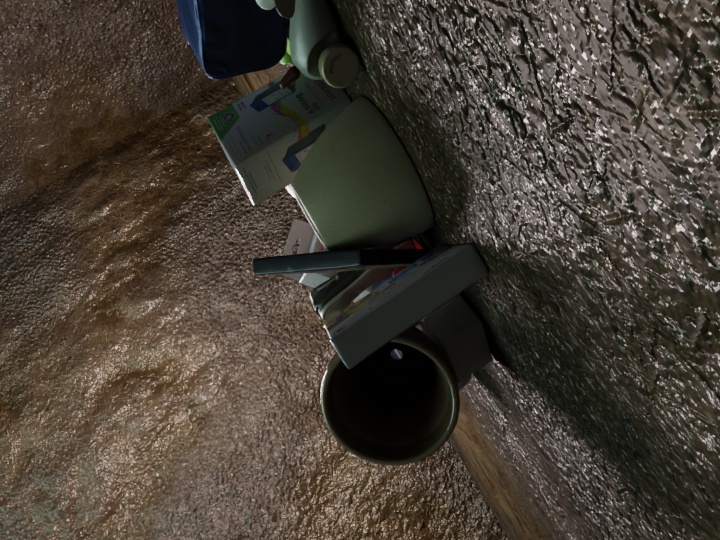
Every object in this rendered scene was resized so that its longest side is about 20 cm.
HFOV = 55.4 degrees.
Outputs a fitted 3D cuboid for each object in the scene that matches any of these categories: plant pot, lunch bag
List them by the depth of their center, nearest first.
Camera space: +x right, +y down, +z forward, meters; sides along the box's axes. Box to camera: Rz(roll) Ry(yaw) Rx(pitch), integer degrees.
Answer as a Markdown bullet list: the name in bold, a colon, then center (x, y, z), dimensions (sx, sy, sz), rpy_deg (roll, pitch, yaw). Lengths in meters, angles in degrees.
- **lunch bag**: center (-0.182, -0.386, 0.933), dimensions (0.133, 0.133, 0.203), rpy_deg (54, 151, 35)
- **plant pot**: center (0.050, 0.157, 1.029), dimensions (0.203, 0.197, 0.175), rpy_deg (60, -164, -11)

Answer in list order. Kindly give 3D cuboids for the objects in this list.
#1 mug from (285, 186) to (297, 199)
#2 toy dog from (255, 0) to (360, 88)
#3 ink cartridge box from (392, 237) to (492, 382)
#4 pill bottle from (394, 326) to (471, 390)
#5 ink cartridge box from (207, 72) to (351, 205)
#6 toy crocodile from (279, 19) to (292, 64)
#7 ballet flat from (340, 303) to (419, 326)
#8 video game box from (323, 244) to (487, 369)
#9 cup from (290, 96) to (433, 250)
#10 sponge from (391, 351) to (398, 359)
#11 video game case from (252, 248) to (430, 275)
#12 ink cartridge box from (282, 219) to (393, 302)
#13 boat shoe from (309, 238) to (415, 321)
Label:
- **mug**: center (-0.078, -0.201, 1.221), dimensions (0.180, 0.132, 0.200), rpy_deg (58, 173, -14)
- **toy dog**: center (-0.082, -0.296, 0.800), dimensions (0.203, 0.095, 0.132), rpy_deg (61, 175, -16)
- **ink cartridge box**: center (0.116, 0.055, 1.050), dimensions (0.201, 0.066, 0.117), rpy_deg (56, 176, 39)
- **pill bottle**: center (0.118, 0.139, 1.298), dimensions (0.203, 0.108, 0.110), rpy_deg (59, 176, -3)
- **ink cartridge box**: center (-0.114, -0.216, 1.047), dimensions (0.146, 0.197, 0.088), rpy_deg (56, 172, 41)
- **toy crocodile**: center (-0.125, -0.377, 1.081), dimensions (0.200, 0.061, 0.068), rpy_deg (46, 167, 54)
- **ballet flat**: center (0.046, 0.077, 1.153), dimensions (0.072, 0.196, 0.074), rpy_deg (172, 90, -68)
- **video game box**: center (0.047, 0.039, 0.861), dimensions (0.047, 0.198, 0.182), rpy_deg (56, 177, -6)
- **cup**: center (-0.012, -0.110, 0.933), dimensions (0.203, 0.141, 0.200), rpy_deg (59, 176, 7)
- **sponge**: center (0.072, 0.132, 1.355), dimensions (0.030, 0.109, 0.205), rpy_deg (-29, 64, 55)
- **video game case**: center (-0.025, -0.013, 0.993), dimensions (0.179, 0.197, 0.026), rpy_deg (-2, -92, -53)
- **ink cartridge box**: center (-0.034, -0.022, 1.206), dimensions (0.196, 0.118, 0.067), rpy_deg (19, 156, -12)
- **boat shoe**: center (0.000, 0.000, 1.126), dimensions (0.057, 0.199, 0.067), rpy_deg (50, 178, 30)
